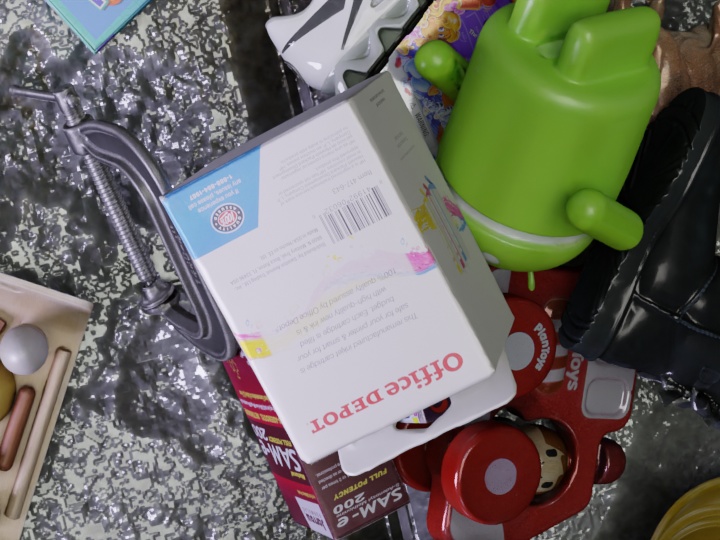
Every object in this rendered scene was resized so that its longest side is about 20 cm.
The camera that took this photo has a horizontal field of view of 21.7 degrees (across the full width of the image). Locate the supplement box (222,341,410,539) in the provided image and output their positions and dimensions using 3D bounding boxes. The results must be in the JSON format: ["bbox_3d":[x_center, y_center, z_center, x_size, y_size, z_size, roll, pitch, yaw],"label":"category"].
[{"bbox_3d":[-0.046,0.070,1.232,0.061,0.109,0.201,-26,97,-16],"label":"supplement box"}]

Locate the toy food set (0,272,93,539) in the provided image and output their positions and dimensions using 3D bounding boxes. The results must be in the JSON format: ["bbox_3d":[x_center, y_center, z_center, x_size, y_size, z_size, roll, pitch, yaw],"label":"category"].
[{"bbox_3d":[-0.272,0.093,1.232,0.143,0.060,0.201,18,92,-9],"label":"toy food set"}]

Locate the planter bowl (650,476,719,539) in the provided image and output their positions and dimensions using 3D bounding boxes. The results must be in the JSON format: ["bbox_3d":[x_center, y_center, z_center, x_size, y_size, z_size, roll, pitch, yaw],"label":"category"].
[{"bbox_3d":[0.252,0.247,1.284,0.199,0.083,0.202,9,69,-24],"label":"planter bowl"}]

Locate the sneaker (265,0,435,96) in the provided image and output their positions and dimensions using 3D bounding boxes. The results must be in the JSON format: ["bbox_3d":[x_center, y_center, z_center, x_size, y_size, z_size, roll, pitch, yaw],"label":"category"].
[{"bbox_3d":[0.020,-0.202,1.173,0.088,0.074,0.200,41,87,3],"label":"sneaker"}]

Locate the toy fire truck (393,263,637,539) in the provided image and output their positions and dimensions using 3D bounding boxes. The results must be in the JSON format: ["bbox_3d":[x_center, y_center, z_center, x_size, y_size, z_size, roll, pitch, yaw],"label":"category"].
[{"bbox_3d":[0.115,0.089,1.266,0.167,0.112,0.202,4,95,-26],"label":"toy fire truck"}]

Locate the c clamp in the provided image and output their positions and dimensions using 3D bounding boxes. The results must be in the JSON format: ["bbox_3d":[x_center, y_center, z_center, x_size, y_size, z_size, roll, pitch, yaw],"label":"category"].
[{"bbox_3d":[-0.143,-0.033,1.212,0.027,0.171,0.201,-34,112,-24],"label":"c clamp"}]

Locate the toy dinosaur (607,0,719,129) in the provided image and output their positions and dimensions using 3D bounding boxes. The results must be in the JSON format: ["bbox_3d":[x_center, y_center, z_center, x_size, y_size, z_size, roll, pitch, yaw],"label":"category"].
[{"bbox_3d":[0.207,-0.119,1.230,0.199,0.086,0.137,-5,92,-29],"label":"toy dinosaur"}]

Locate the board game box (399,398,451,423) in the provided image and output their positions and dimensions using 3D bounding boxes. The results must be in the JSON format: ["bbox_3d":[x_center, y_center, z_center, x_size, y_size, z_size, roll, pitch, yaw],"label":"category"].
[{"bbox_3d":[0.000,0.000,1.225,0.032,0.120,0.201,-16,94,-22],"label":"board game box"}]

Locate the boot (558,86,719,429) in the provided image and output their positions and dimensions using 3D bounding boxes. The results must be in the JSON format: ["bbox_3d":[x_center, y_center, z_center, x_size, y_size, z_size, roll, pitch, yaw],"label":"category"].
[{"bbox_3d":[0.233,0.001,1.197,0.162,0.073,0.199,22,100,-17],"label":"boot"}]

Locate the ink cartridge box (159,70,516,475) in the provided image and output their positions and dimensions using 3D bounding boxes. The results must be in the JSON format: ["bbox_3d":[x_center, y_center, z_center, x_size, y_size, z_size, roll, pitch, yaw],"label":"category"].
[{"bbox_3d":[-0.002,0.006,1.102,0.128,0.125,0.201,-25,98,15],"label":"ink cartridge box"}]

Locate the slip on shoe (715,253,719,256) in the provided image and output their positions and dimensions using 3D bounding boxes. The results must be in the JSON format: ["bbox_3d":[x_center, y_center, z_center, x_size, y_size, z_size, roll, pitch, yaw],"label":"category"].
[{"bbox_3d":[0.257,0.023,1.277,0.200,0.061,0.076,43,44,-11],"label":"slip on shoe"}]

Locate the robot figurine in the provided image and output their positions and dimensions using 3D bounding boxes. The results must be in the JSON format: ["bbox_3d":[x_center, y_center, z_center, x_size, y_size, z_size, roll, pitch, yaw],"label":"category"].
[{"bbox_3d":[0.112,-0.085,1.156,0.115,0.175,0.201,-19,142,-39],"label":"robot figurine"}]

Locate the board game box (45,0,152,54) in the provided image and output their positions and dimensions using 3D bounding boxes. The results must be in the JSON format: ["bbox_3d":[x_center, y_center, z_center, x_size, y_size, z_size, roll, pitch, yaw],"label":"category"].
[{"bbox_3d":[-0.153,-0.264,1.225,0.200,0.045,0.152,-43,99,-2],"label":"board game box"}]

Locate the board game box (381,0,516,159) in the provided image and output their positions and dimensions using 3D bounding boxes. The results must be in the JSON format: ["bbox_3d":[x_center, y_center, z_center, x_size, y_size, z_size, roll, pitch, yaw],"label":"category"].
[{"bbox_3d":[0.058,-0.181,1.251,0.134,0.045,0.201,-26,97,-5],"label":"board game box"}]
